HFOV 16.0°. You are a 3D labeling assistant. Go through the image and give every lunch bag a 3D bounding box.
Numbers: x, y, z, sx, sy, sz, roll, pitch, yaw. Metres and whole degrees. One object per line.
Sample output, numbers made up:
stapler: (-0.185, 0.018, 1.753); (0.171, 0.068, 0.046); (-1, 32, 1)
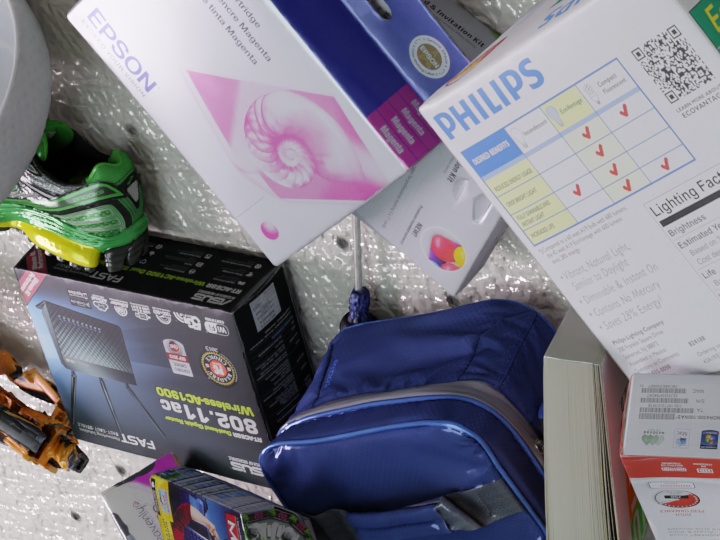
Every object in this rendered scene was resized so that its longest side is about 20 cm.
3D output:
lunch bag: (0.049, 0.114, 1.537); (0.200, 0.132, 0.136); (-13, 123, 41)

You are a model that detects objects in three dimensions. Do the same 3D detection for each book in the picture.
book: (0.142, 0.085, 1.450); (0.048, 0.134, 0.201); (8, 131, 20)

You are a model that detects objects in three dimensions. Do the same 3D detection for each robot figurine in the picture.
robot figurine: (-0.273, 0.075, 1.835); (0.200, 0.058, 0.145); (34, 177, 18)

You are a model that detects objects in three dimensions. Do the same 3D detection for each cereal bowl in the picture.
cereal bowl: (-0.275, -0.098, 1.642); (0.199, 0.201, 0.083); (10, 165, 36)

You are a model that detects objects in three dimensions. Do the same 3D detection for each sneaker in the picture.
sneaker: (-0.225, -0.072, 1.699); (0.199, 0.078, 0.085); (17, 124, 21)

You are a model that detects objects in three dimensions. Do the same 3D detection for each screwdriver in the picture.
screwdriver: (0.000, 0.000, 1.590); (0.029, 0.028, 0.201); (51, 150, 43)

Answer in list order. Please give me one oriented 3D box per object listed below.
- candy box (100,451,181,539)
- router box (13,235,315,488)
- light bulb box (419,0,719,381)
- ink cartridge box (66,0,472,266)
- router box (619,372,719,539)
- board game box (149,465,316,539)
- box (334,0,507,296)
candy box: (-0.101, 0.230, 1.761); (0.137, 0.061, 0.200); (56, 173, 30)
router box: (-0.125, 0.056, 1.718); (0.199, 0.062, 0.150); (11, 131, 36)
light bulb box: (0.174, -0.068, 1.295); (0.200, 0.125, 0.198); (52, 142, -7)
ink cartridge box: (-0.050, -0.121, 1.449); (0.197, 0.043, 0.200); (50, 139, -4)
router box: (0.251, 0.116, 1.346); (0.199, 0.049, 0.180); (0, 152, 18)
board game box: (-0.044, 0.223, 1.545); (0.200, 0.061, 0.201); (11, 116, 63)
box: (0.012, -0.100, 1.475); (0.200, 0.041, 0.156); (39, 138, 10)
